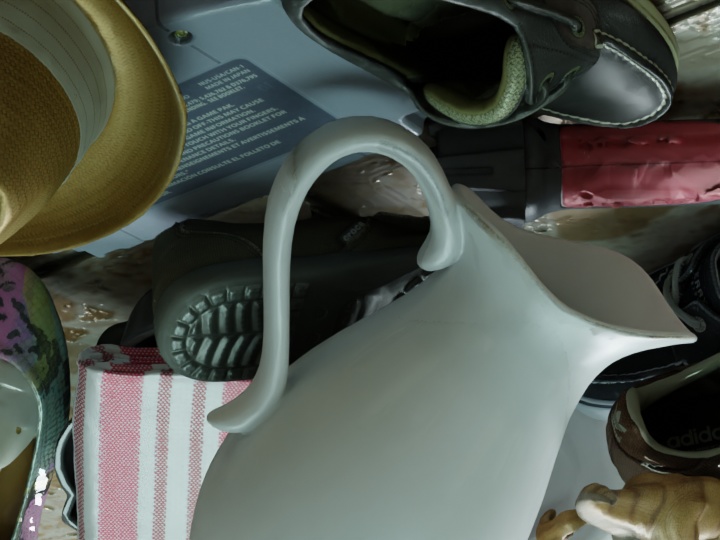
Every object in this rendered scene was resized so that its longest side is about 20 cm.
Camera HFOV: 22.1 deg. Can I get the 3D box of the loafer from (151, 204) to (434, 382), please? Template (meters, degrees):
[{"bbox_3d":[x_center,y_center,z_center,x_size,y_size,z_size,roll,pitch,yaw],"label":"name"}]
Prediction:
[{"bbox_3d":[0.000,0.000,0.777,0.199,0.070,0.075,2,129,-33],"label":"loafer"}]

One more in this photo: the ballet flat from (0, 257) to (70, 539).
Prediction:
[{"bbox_3d":[-0.181,0.094,0.875,0.069,0.071,0.201,15,116,6],"label":"ballet flat"}]

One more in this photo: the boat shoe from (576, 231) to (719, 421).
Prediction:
[{"bbox_3d":[0.170,0.014,0.853,0.199,0.072,0.068,-20,151,29],"label":"boat shoe"}]

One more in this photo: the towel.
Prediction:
[{"bbox_3d":[-0.032,0.099,0.851,0.199,0.030,0.147,3,123,-5],"label":"towel"}]

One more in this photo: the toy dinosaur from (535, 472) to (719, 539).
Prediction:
[{"bbox_3d":[0.120,0.102,0.774,0.200,0.061,0.106,10,140,-44],"label":"toy dinosaur"}]

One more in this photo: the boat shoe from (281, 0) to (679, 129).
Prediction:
[{"bbox_3d":[0.040,-0.080,0.647,0.072,0.066,0.200,-26,146,38],"label":"boat shoe"}]

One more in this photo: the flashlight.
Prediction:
[{"bbox_3d":[0.127,-0.043,0.736,0.199,0.068,0.068,-2,136,1],"label":"flashlight"}]

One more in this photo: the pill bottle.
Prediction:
[{"bbox_3d":[0.118,0.119,1.008,0.111,0.111,0.200,-13,165,22],"label":"pill bottle"}]

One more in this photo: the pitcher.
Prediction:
[{"bbox_3d":[0.003,0.053,0.704,0.171,0.121,0.200,33,104,-19],"label":"pitcher"}]

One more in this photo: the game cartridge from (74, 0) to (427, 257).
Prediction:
[{"bbox_3d":[-0.082,-0.064,0.711,0.199,0.042,0.133,-19,146,31],"label":"game cartridge"}]

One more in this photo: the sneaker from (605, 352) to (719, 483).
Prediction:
[{"bbox_3d":[0.205,0.057,0.804,0.199,0.071,0.076,-19,151,9],"label":"sneaker"}]

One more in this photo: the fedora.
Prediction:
[{"bbox_3d":[-0.162,-0.046,0.631,0.200,0.082,0.201,8,140,7],"label":"fedora"}]

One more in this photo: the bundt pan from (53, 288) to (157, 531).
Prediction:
[{"bbox_3d":[-0.046,0.075,0.893,0.201,0.076,0.203,-3,124,-4],"label":"bundt pan"}]
